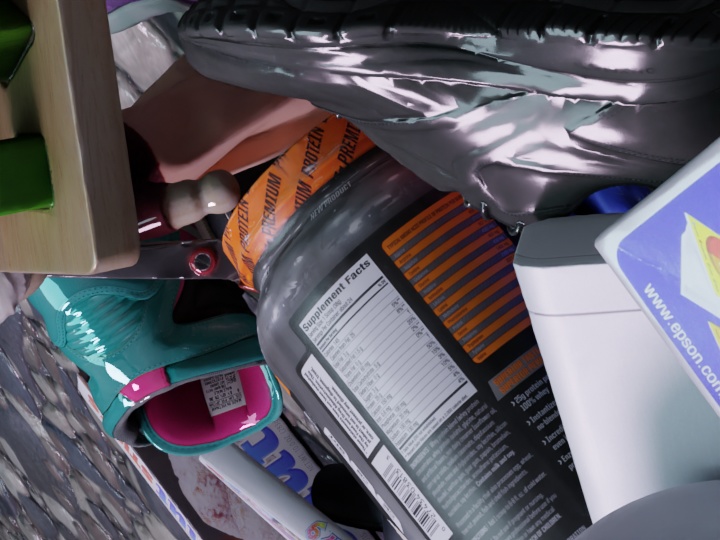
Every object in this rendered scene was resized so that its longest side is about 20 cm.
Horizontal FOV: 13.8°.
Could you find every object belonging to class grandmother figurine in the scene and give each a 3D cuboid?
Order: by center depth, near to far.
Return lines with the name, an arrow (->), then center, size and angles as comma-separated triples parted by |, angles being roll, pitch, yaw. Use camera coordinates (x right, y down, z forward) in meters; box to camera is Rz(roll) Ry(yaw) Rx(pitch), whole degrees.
grandmother figurine -> -0.086, -0.040, 1.139 | 0.121, 0.199, 0.061 | 22, 141, 59

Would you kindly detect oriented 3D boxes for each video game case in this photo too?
video game case -> 0.023, 0.157, 1.359 | 0.200, 0.018, 0.143 | 35, 172, 35

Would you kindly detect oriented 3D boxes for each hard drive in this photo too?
hard drive -> 0.135, 0.066, 0.927 | 0.131, 0.027, 0.201 | -5, 127, 21

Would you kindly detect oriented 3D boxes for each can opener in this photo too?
can opener -> 0.028, 0.102, 1.324 | 0.063, 0.079, 0.200 | 20, 169, -12

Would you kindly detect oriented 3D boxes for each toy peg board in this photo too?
toy peg board -> -0.174, -0.094, 0.996 | 0.199, 0.097, 0.202 | 2, 101, 57

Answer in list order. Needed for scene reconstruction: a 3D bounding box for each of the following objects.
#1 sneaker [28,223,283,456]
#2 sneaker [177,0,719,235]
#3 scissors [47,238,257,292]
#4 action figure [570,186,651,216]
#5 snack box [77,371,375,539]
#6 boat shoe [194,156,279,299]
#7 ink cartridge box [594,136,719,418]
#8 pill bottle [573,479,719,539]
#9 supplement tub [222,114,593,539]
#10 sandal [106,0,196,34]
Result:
sneaker -> -0.072, 0.013, 1.256 | 0.121, 0.083, 0.200 | 62, -157, -2
sneaker -> 0.032, -0.054, 0.916 | 0.199, 0.076, 0.091 | 10, 128, 29
scissors -> -0.048, -0.011, 1.154 | 0.014, 0.199, 0.074 | -77, 0, -75
action figure -> 0.068, -0.038, 0.983 | 0.200, 0.065, 0.099 | 49, 166, 19
snack box -> -0.057, 0.112, 1.498 | 0.200, 0.072, 0.024 | 51, 161, 16
boat shoe -> -0.002, 0.002, 1.196 | 0.200, 0.074, 0.066 | 58, 156, 4
ink cartridge box -> 0.185, 0.020, 0.778 | 0.199, 0.043, 0.200 | 55, 136, 5
pill bottle -> 0.122, 0.176, 0.923 | 0.120, 0.119, 0.201 | 36, 148, 44
supplement tub -> 0.046, 0.038, 1.064 | 0.200, 0.122, 0.123 | 52, 160, 16
sandal -> -0.092, -0.139, 1.180 | 0.202, 0.050, 0.083 | 5, 83, 58
